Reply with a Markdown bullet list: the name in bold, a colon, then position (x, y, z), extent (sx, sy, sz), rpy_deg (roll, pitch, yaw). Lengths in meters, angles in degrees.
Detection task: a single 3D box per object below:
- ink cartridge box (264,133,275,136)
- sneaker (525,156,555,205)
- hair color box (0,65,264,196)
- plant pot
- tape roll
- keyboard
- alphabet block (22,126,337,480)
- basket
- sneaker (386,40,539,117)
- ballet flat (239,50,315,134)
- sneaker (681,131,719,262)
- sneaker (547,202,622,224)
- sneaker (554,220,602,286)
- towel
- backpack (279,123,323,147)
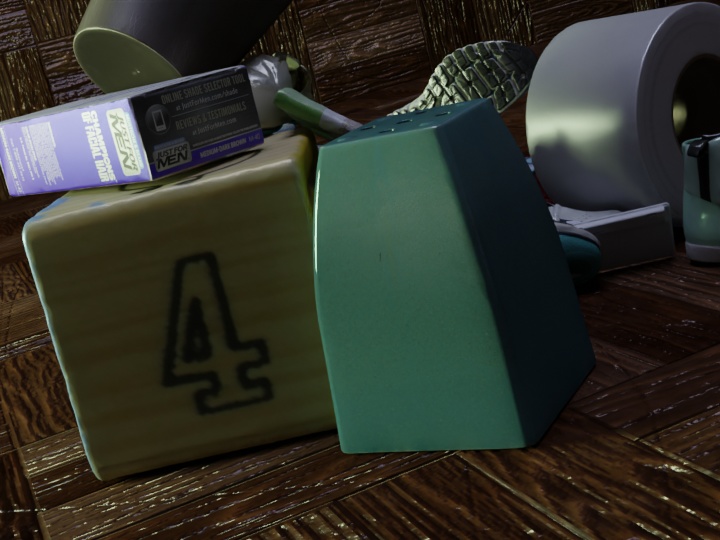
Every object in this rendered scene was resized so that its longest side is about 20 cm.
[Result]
- **ink cartridge box**: position (-0.130, -0.031, 1.038), extent (0.118, 0.202, 0.042), rpy_deg (19, 18, 15)
- **sneaker**: position (0.192, -0.087, 1.302), extent (0.199, 0.080, 0.095), rpy_deg (11, 17, 43)
- **hair color box**: position (-0.180, -0.103, 0.904), extent (0.199, 0.065, 0.109), rpy_deg (-3, 16, 47)
- **plant pot**: position (0.053, -0.003, 0.795), extent (0.140, 0.202, 0.141), rpy_deg (-6, 15, 30)
- **tape roll**: position (0.275, -0.145, 1.137), extent (0.202, 0.205, 0.139), rpy_deg (-24, 15, -35)
- **keyboard**: position (0.171, -0.014, 1.035), extent (0.198, 0.057, 0.011), rpy_deg (-13, 42, 8)
- **alphabet block**: position (-0.113, 0.017, 0.903), extent (0.198, 0.198, 0.195), rpy_deg (-13, 15, 3)
- **basket**: position (-0.142, -0.236, 0.994), extent (0.135, 0.180, 0.201), rpy_deg (-3, 52, 46)
- **sneaker**: position (0.103, -0.168, 1.210), extent (0.199, 0.079, 0.089), rpy_deg (-31, -9, 38)
- **ballet flat**: position (-0.080, -0.155, 1.022), extent (0.069, 0.070, 0.200), rpy_deg (-12, 7, 11)
- **sneaker**: position (0.342, -0.070, 0.939), extent (0.199, 0.119, 0.074), rpy_deg (-2, 16, 39)
- **sneaker**: position (0.142, -0.063, 1.098), extent (0.197, 0.131, 0.079), rpy_deg (-9, 16, 23)
- **sneaker**: position (0.111, 0.015, 0.986), extent (0.198, 0.078, 0.080), rpy_deg (-11, 46, -15)
- **towel**: position (0.034, -0.095, 0.957), extent (0.199, 0.031, 0.149), rpy_deg (25, 1, 5)
- **backpack**: position (-0.123, -0.099, 1.496), extent (0.174, 0.155, 0.200), rpy_deg (-15, 6, 23)
